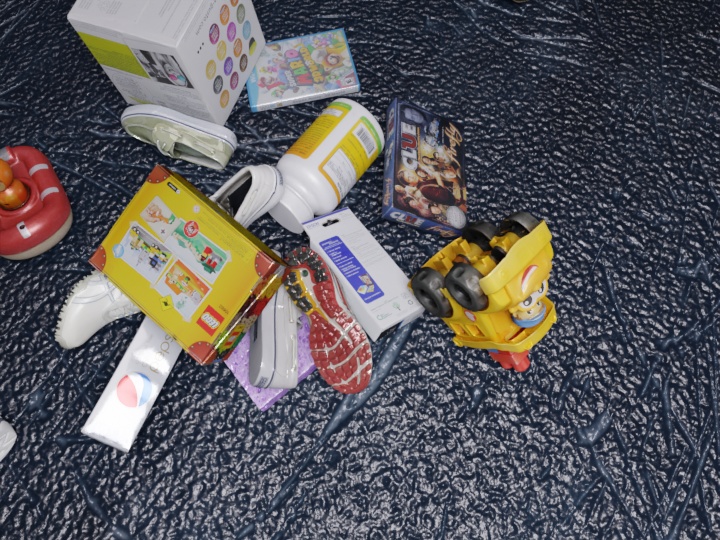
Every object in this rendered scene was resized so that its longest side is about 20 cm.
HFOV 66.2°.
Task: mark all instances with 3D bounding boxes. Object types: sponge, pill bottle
[{"bbox_3d":[-0.092,0.091,0.781,0.199,0.030,0.112,-38,70,-15],"label":"sponge"},{"bbox_3d":[-0.060,-0.158,0.851,0.110,0.112,0.201,33,70,15],"label":"pill bottle"}]

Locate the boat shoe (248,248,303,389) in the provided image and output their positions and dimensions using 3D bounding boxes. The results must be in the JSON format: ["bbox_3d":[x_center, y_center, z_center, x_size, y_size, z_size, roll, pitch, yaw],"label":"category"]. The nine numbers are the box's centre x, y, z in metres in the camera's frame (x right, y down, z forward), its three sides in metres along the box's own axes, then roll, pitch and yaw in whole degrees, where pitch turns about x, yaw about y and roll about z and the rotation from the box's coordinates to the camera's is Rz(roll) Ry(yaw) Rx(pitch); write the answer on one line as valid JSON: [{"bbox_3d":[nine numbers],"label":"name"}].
[{"bbox_3d":[-0.108,0.063,0.744,0.065,0.072,0.203,15,47,-25],"label":"boat shoe"}]

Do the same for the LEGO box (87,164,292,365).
[{"bbox_3d":[-0.209,-0.007,0.688,0.199,0.077,0.150,39,93,10],"label":"LEGO box"}]

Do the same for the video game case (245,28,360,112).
[{"bbox_3d":[-0.111,-0.364,0.999,0.196,0.018,0.145,-13,66,-4],"label":"video game case"}]

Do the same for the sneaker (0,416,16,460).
[{"bbox_3d":[-0.556,0.247,0.691,0.128,0.080,0.200,29,69,15],"label":"sneaker"}]

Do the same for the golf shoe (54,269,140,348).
[{"bbox_3d":[-0.342,0.036,0.789,0.096,0.079,0.202,30,70,8],"label":"golf shoe"}]

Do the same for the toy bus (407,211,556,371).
[{"bbox_3d":[0.180,0.044,0.711,0.135,0.199,0.194,-37,99,-20],"label":"toy bus"}]

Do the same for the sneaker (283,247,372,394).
[{"bbox_3d":[-0.035,0.064,0.736,0.077,0.082,0.203,-22,85,9],"label":"sneaker"}]

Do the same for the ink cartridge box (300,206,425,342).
[{"bbox_3d":[0.000,0.000,0.799,0.098,0.039,0.201,-22,65,-36],"label":"ink cartridge box"}]

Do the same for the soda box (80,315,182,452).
[{"bbox_3d":[-0.288,0.131,0.736,0.063,0.068,0.203,29,66,-14],"label":"soda box"}]

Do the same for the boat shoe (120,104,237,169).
[{"bbox_3d":[-0.304,-0.219,0.906,0.196,0.072,0.063,12,63,4],"label":"boat shoe"}]

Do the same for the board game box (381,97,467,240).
[{"bbox_3d":[0.101,-0.158,0.860,0.133,0.035,0.204,14,63,-22],"label":"board game box"}]

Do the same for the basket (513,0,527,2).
[{"bbox_3d":[0.285,-0.641,1.061,0.179,0.137,0.201,-35,66,-9],"label":"basket"}]

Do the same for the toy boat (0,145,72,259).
[{"bbox_3d":[-0.529,-0.119,0.830,0.129,0.131,0.201,-32,68,-13],"label":"toy boat"}]

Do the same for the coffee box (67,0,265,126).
[{"bbox_3d":[-0.302,-0.391,0.907,0.197,0.198,0.203,17,71,13],"label":"coffee box"}]

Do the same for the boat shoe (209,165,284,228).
[{"bbox_3d":[-0.192,-0.077,0.780,0.198,0.065,0.073,-32,72,29],"label":"boat shoe"}]
